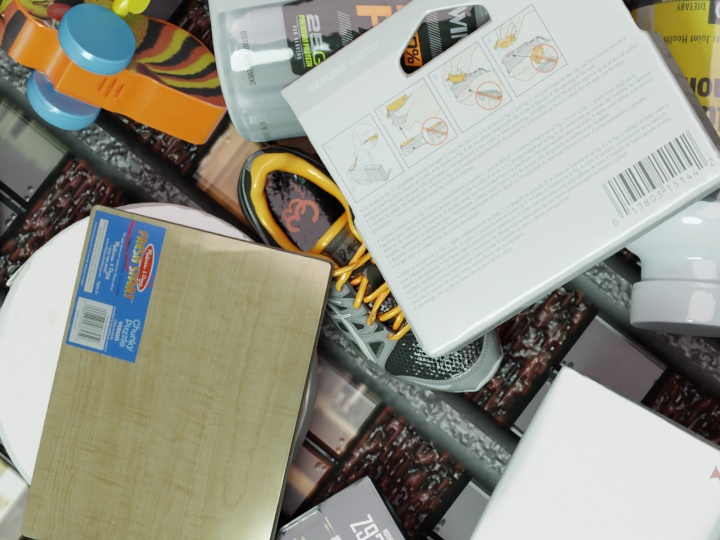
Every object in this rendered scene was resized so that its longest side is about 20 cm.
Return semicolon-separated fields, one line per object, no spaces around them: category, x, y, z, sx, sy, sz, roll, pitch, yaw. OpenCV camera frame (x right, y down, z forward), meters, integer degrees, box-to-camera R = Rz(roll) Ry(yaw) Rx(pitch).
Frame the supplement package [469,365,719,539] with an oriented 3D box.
supplement package;0.136;0.134;1.229;0.117;0.200;0.118;29;87;8

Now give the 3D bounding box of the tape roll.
tape roll;-0.125;0.060;1.346;0.201;0.037;0.205;-1;84;7

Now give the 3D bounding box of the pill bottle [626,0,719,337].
pill bottle;0.203;-0.066;1.288;0.111;0.112;0.202;5;84;6

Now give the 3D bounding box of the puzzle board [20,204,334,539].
puzzle board;-0.107;0.076;1.303;0.149;0.017;0.202;14;93;12

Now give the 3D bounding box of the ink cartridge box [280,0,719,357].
ink cartridge box;0.081;-0.077;1.244;0.199;0.045;0.177;-32;82;18

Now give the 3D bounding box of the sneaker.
sneaker;0.000;0.000;1.320;0.200;0.077;0.078;39;87;7

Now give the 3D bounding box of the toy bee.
toy bee;-0.170;-0.148;1.328;0.130;0.199;0.109;-32;48;26

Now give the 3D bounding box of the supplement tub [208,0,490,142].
supplement tub;0.016;-0.148;1.310;0.198;0.123;0.124;-9;83;5

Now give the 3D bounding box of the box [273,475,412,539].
box;-0.011;0.246;1.311;0.159;0.044;0.201;-32;82;2
